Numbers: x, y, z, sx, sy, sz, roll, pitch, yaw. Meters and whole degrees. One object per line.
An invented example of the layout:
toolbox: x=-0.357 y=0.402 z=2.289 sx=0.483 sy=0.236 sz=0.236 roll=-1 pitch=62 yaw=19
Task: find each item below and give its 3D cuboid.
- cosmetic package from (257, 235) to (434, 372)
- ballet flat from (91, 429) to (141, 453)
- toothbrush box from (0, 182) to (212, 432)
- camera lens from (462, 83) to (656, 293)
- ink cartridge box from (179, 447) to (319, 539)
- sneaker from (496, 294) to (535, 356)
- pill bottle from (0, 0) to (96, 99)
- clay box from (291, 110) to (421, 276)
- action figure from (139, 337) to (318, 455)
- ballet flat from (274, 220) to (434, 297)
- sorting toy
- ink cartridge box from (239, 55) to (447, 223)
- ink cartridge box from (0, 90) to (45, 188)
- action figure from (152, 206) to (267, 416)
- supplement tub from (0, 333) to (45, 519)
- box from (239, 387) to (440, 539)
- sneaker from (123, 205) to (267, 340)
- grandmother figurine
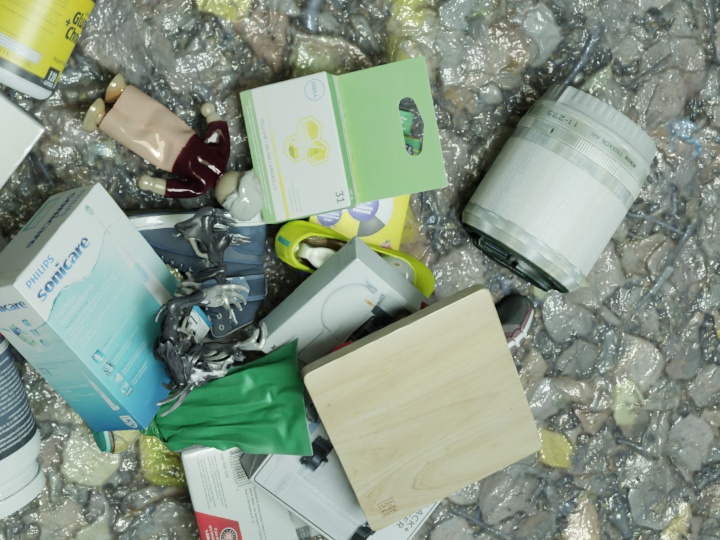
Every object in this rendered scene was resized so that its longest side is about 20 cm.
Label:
cosmetic package: x=0.011 y=0.080 z=1.067 sx=0.151 sy=0.052 sz=0.200 roll=-40 pitch=116 yaw=21
ballet flat: x=-0.281 y=0.098 z=1.073 sx=0.070 sy=0.071 sz=0.202 roll=-19 pitch=105 yaw=-12
toothbrush box: x=-0.260 y=0.039 z=0.979 sx=0.201 sy=0.085 sz=0.147 roll=56 pitch=43 yaw=-31
camera lens: x=0.224 y=-0.088 z=1.134 sx=0.159 sy=0.160 sz=0.201 roll=33 pitch=91 yaw=-19
ink cartridge box: x=-0.099 y=0.235 z=1.145 sx=0.198 sy=0.084 sz=0.146 roll=-14 pitch=104 yaw=-13
sneaker: x=0.117 y=0.074 z=1.167 sx=0.200 sy=0.075 sz=0.116 roll=-47 pitch=107 yaw=-21
pill bottle: x=-0.314 y=-0.279 z=0.965 sx=0.111 sy=0.112 sz=0.201 roll=26 pitch=93 yaw=-19
clay box: x=-0.003 y=-0.089 z=1.128 sx=0.114 sy=0.048 sz=0.202 roll=8 pitch=100 yaw=-18
action figure: x=-0.144 y=0.147 z=1.037 sx=0.198 sy=0.055 sz=0.119 roll=-11 pitch=72 yaw=16
ballet flat: x=0.000 y=0.000 z=1.087 sx=0.198 sy=0.067 sz=0.067 roll=20 pitch=94 yaw=-20
sorting toy: x=0.060 y=0.131 z=1.015 sx=0.198 sy=0.070 sz=0.200 roll=-25 pitch=114 yaw=-5
ink cartridge box: x=-0.019 y=-0.139 z=1.056 sx=0.198 sy=0.048 sz=0.147 roll=-10 pitch=92 yaw=18
ink cartridge box: x=-0.448 y=-0.119 z=0.994 sx=0.176 sy=0.045 sz=0.201 roll=38 pitch=89 yaw=-20
action figure: x=-0.146 y=0.042 z=0.968 sx=0.101 sy=0.119 sz=0.202 roll=2 pitch=65 yaw=6
supplement tub: x=-0.410 y=0.146 z=1.007 sx=0.139 sy=0.140 sz=0.202 roll=-17 pitch=105 yaw=-12
box: x=-0.020 y=0.230 z=1.092 sx=0.200 sy=0.060 sz=0.117 roll=42 pitch=86 yaw=-20
sneaker: x=-0.197 y=0.005 z=1.074 sx=0.200 sy=0.077 sz=0.148 roll=-3 pitch=99 yaw=-17
grandmother figurine: x=-0.184 y=-0.124 z=1.039 sx=0.199 sy=0.061 sz=0.122 roll=36 pitch=79 yaw=-5
